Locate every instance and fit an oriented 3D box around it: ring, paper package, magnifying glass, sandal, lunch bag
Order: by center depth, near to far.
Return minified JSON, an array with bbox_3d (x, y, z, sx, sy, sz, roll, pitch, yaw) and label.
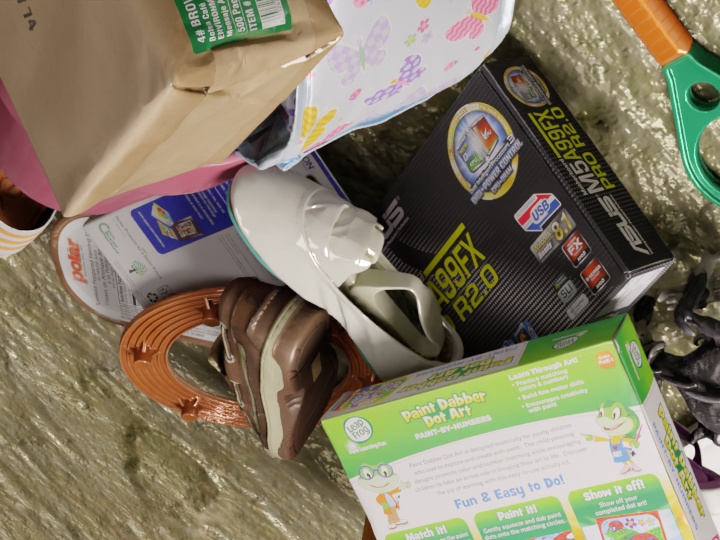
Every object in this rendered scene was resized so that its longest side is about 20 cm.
[{"bbox_3d":[-0.124,-0.156,0.879,0.200,0.103,0.191,65,150,7],"label":"paper package"},{"bbox_3d":[-0.008,-0.167,0.954,0.127,0.170,0.200,36,140,38],"label":"lunch bag"},{"bbox_3d":[0.198,-0.111,1.013,0.080,0.022,0.200,-26,113,39],"label":"magnifying glass"},{"bbox_3d":[0.182,0.112,1.123,0.082,0.203,0.050,1,99,-22],"label":"sandal"},{"bbox_3d":[-0.073,0.071,1.234,0.200,0.019,0.200,2,148,1],"label":"ring"},{"bbox_3d":[-0.248,-0.065,1.244,0.079,0.059,0.207,44,132,-10],"label":"sandal"}]

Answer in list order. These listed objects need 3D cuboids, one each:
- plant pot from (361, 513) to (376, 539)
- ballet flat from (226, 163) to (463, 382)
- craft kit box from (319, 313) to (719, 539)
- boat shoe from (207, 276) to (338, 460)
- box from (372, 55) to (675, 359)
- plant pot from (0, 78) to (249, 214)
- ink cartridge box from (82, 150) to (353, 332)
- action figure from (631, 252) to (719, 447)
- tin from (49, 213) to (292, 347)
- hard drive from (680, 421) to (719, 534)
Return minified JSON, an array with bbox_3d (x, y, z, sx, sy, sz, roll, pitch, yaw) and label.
[{"bbox_3d":[0.075,0.188,1.207,0.140,0.200,0.200,9,131,-1],"label":"plant pot"},{"bbox_3d":[0.000,0.000,1.045,0.069,0.069,0.200,-12,135,33],"label":"ballet flat"},{"bbox_3d":[0.103,0.144,1.040,0.200,0.049,0.198,-17,106,28],"label":"craft kit box"},{"bbox_3d":[-0.061,0.059,1.150,0.075,0.075,0.202,28,153,12],"label":"boat shoe"},{"bbox_3d":[0.085,-0.009,1.078,0.160,0.044,0.200,57,138,19],"label":"box"},{"bbox_3d":[-0.149,-0.124,1.075,0.200,0.200,0.179,41,148,-8],"label":"plant pot"},{"bbox_3d":[-0.083,-0.032,1.159,0.200,0.039,0.099,-19,114,34],"label":"ink cartridge box"},{"bbox_3d":[0.207,0.048,1.076,0.200,0.102,0.119,21,127,39],"label":"action figure"},{"bbox_3d":[-0.133,-0.001,1.254,0.200,0.042,0.112,12,126,18],"label":"tin"},{"bbox_3d":[0.308,0.167,1.171,0.200,0.026,0.132,42,133,-9],"label":"hard drive"}]
